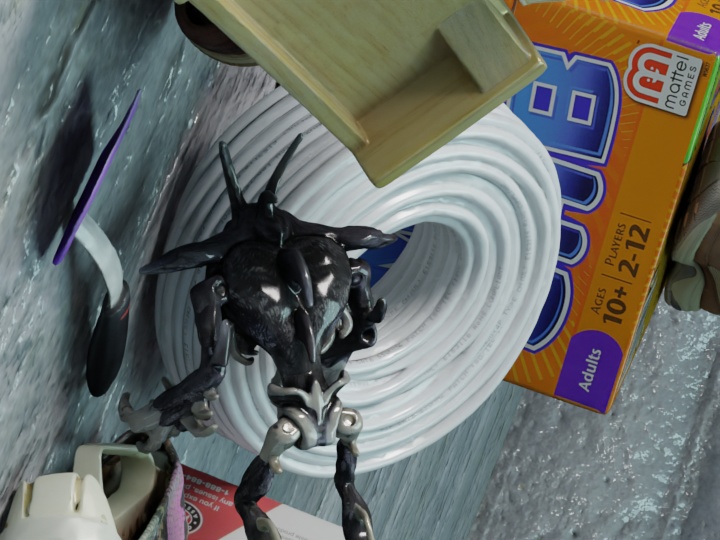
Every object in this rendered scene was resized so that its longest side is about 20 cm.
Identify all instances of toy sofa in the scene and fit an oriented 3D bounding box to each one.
[{"bbox_3d":[-0.018,-0.117,1.007,0.083,0.098,0.200,-36,153,8],"label":"toy sofa"}]

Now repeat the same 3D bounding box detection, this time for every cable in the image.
[{"bbox_3d":[0.000,0.000,1.280,0.200,0.069,0.200,10,115,-46],"label":"cable"}]

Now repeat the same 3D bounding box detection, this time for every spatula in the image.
[{"bbox_3d":[-0.101,0.001,1.100,0.200,0.020,0.057,95,15,-60],"label":"spatula"}]

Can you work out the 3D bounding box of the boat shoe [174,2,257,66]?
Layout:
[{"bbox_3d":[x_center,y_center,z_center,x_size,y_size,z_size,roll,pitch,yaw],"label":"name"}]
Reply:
[{"bbox_3d":[-0.019,-0.174,1.077,0.200,0.072,0.072,-62,168,3],"label":"boat shoe"}]

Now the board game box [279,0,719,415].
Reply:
[{"bbox_3d":[0.077,-0.084,1.435,0.200,0.199,0.201,-55,162,-61],"label":"board game box"}]

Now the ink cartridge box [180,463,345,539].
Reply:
[{"bbox_3d":[-0.077,0.198,1.254,0.083,0.146,0.200,102,12,-49],"label":"ink cartridge box"}]

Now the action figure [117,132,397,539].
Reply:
[{"bbox_3d":[-0.038,0.051,1.162,0.102,0.119,0.201,-24,-106,56],"label":"action figure"}]

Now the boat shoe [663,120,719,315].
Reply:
[{"bbox_3d":[0.196,-0.021,1.411,0.200,0.072,0.076,70,39,-77],"label":"boat shoe"}]

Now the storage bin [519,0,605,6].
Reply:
[{"bbox_3d":[0.080,-0.231,1.035,0.199,0.093,0.201,69,18,-58],"label":"storage bin"}]

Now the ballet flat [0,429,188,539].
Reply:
[{"bbox_3d":[-0.112,0.109,1.155,0.200,0.069,0.071,-56,145,-74],"label":"ballet flat"}]
